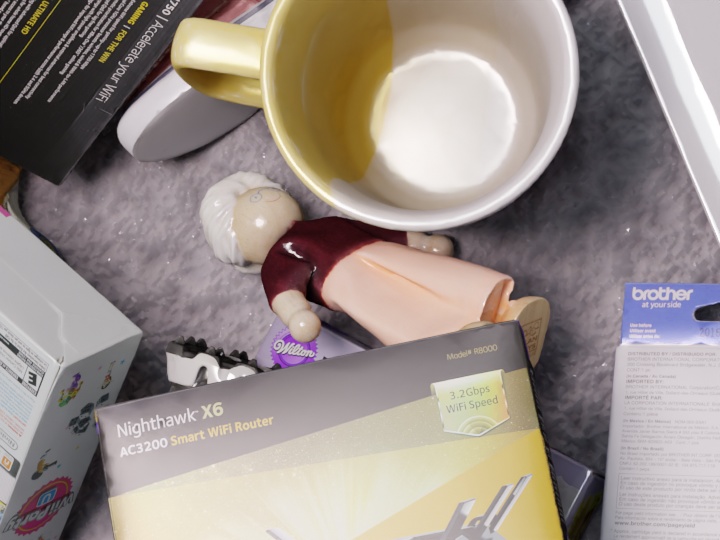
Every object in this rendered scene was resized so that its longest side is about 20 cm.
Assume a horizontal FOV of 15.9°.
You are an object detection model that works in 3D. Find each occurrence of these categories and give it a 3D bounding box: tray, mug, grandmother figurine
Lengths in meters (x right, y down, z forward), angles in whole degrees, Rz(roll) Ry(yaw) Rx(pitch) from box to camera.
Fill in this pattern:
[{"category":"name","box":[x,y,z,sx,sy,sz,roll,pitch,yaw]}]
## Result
[{"category":"tray","box":[0.197,-0.084,1.244,0.107,0.022,0.200,-29,77,37]},{"category":"mug","box":[0.022,-0.096,1.276,0.187,0.153,0.149,42,90,9]},{"category":"grandmother figurine","box":[0.000,0.000,1.305,0.200,0.121,0.061,25,114,34]}]

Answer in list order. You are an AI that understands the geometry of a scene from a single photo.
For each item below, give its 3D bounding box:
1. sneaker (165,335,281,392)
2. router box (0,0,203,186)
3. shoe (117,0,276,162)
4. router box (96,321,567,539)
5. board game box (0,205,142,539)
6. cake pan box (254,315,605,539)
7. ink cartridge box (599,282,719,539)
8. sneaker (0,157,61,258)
[{"category":"sneaker","box":[-0.014,0.099,1.261,0.200,0.066,0.091,16,91,22]},{"category":"router box","box":[-0.166,-0.150,1.309,0.200,0.149,0.051,-47,25,35]},{"category":"shoe","box":[-0.064,-0.150,1.374,0.200,0.071,0.091,-39,69,2]},{"category":"router box","box":[-0.008,0.122,1.167,0.200,0.052,0.157,-13,73,4]},{"category":"board game box","box":[-0.209,0.067,1.327,0.148,0.064,0.200,41,128,20]},{"category":"cake pan box","box":[-0.001,0.138,1.306,0.200,0.052,0.184,29,88,21]},{"category":"ink cartridge box","box":[0.178,0.105,1.248,0.119,0.042,0.200,0,72,18]},{"category":"sneaker","box":[-0.227,-0.031,1.400,0.088,0.075,0.200,-29,69,17]}]
